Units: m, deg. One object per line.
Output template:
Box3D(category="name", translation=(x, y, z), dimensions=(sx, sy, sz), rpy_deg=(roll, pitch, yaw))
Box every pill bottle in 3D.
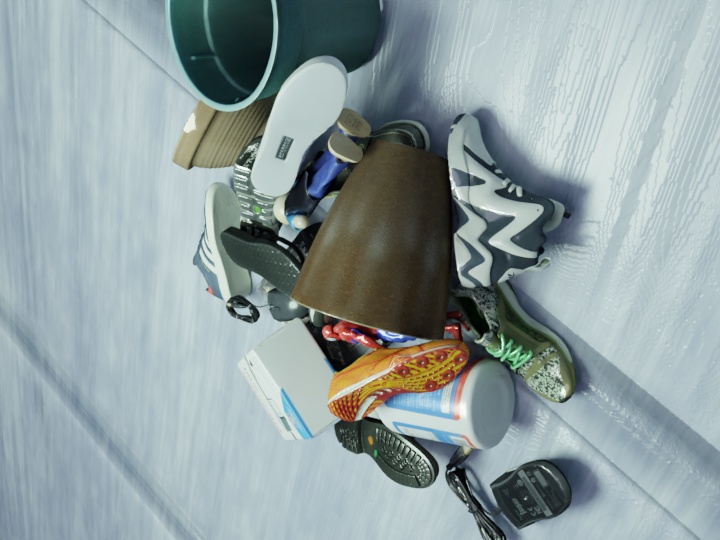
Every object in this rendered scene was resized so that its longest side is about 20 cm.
Box3D(category="pill bottle", translation=(0.089, 0.161, 1.037), dimensions=(0.199, 0.112, 0.113), rpy_deg=(3, 109, 41))

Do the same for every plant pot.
Box3D(category="plant pot", translation=(-0.091, -0.300, 0.941), dimensions=(0.199, 0.195, 0.202), rpy_deg=(18, 116, 41))
Box3D(category="plant pot", translation=(-0.167, -0.211, 1.085), dimensions=(0.092, 0.202, 0.201), rpy_deg=(31, 132, -8))
Box3D(category="plant pot", translation=(0.032, -0.042, 0.927), dimensions=(0.186, 0.186, 0.202), rpy_deg=(16, 93, 37))

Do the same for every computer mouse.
Box3D(category="computer mouse", translation=(0.193, 0.271, 1.042), dimensions=(0.141, 0.046, 0.200), rpy_deg=(53, 139, 18))
Box3D(category="computer mouse", translation=(-0.144, 0.053, 1.190), dimensions=(0.199, 0.034, 0.059), rpy_deg=(-10, 102, 45))

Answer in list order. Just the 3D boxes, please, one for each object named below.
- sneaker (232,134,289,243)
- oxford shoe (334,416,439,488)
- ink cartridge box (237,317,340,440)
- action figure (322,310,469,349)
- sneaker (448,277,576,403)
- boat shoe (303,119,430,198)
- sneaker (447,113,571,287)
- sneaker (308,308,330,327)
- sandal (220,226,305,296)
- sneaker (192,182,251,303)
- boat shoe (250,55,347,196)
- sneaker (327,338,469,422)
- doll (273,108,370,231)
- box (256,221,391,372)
Box3D(category="sneaker", translation=(-0.122, -0.132, 1.097), dimensions=(0.074, 0.116, 0.201), rpy_deg=(21, 140, 4))
Box3D(category="oxford shoe", translation=(0.051, 0.239, 1.121), dimensions=(0.199, 0.084, 0.073), rpy_deg=(25, 115, 51))
Box3D(category="ink cartridge box", translation=(-0.097, 0.162, 1.149), dimensions=(0.147, 0.086, 0.200), rpy_deg=(56, 160, 2))
Box3D(category="action figure", translation=(0.040, 0.080, 1.042), dimensions=(0.198, 0.066, 0.052), rpy_deg=(0, 121, 23))
Box3D(category="sneaker", translation=(0.169, 0.084, 0.948), dimensions=(0.200, 0.088, 0.077), rpy_deg=(50, 133, 14))
Box3D(category="boat shoe", translation=(0.002, -0.137, 1.026), dimensions=(0.201, 0.060, 0.073), rpy_deg=(-16, 97, 45))
Box3D(category="sneaker", translation=(0.167, -0.084, 0.896), dimensions=(0.128, 0.080, 0.201), rpy_deg=(-5, 71, 9))
Box3D(category="sneaker", translation=(0.000, 0.000, 1.046), dimensions=(0.079, 0.074, 0.201), rpy_deg=(39, 107, 6))
Box3D(category="sandal", translation=(-0.119, -0.023, 1.069), dimensions=(0.200, 0.048, 0.076), rpy_deg=(27, 142, 44))
Box3D(category="sneaker", translation=(-0.234, -0.044, 1.269), dimensions=(0.084, 0.075, 0.202), rpy_deg=(11, 115, 34))
Box3D(category="boat shoe", translation=(-0.070, -0.175, 0.921), dimensions=(0.070, 0.070, 0.200), rpy_deg=(20, 135, -13))
Box3D(category="sneaker", translation=(0.040, 0.117, 0.978), dimensions=(0.199, 0.078, 0.073), rpy_deg=(-22, 128, 24))
Box3D(category="doll", translation=(-0.053, -0.114, 0.972), dimensions=(0.048, 0.137, 0.200), rpy_deg=(27, 144, -15))
Box3D(category="box", translation=(-0.050, 0.056, 1.164), dimensions=(0.201, 0.048, 0.158), rpy_deg=(53, 135, 11))
